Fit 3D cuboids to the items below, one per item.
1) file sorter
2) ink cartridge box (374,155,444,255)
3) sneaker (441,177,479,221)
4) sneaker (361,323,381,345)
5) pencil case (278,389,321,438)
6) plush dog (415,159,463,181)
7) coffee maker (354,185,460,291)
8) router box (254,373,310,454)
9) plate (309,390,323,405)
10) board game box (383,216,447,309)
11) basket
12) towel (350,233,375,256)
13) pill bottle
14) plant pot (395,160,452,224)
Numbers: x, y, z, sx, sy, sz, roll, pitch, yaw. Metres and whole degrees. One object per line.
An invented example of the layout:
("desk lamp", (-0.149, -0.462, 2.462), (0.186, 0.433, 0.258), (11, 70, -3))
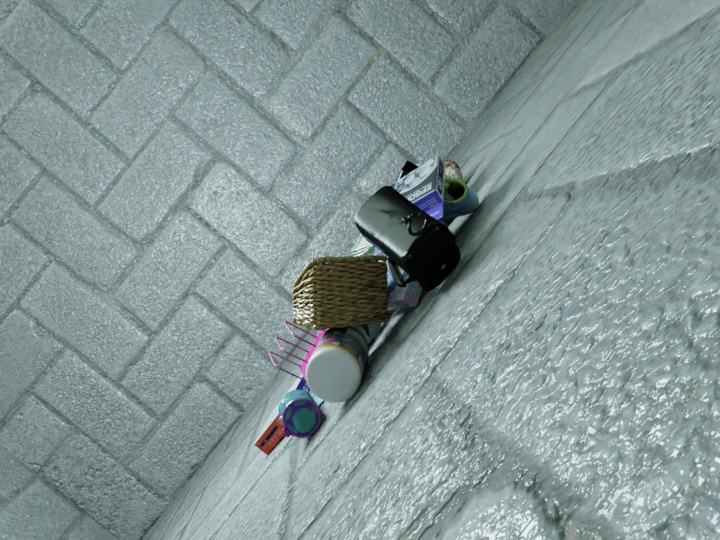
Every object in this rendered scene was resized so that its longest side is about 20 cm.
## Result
("file sorter", (-0.145, 0.176, 1.701), (0.202, 0.124, 0.139), (-61, 20, 2))
("ink cartridge box", (0.105, -0.151, 1.466), (0.196, 0.043, 0.202), (-30, 31, 29))
("sneaker", (0.177, -0.164, 1.529), (0.197, 0.081, 0.130), (-20, -20, 17))
("sneaker", (-0.050, 0.191, 1.539), (0.202, 0.077, 0.146), (-42, 11, -28))
("pencil case", (-0.139, 0.320, 1.431), (0.092, 0.086, 0.200), (-35, 0, -11))
("plush dog", (0.267, -0.272, 2.108), (0.171, 0.159, 0.203), (-30, 44, 37))
("coffee maker", (0.089, -0.087, 1.280), (0.133, 0.200, 0.195), (-27, -49, -20))
("router box", (-0.198, 0.381, 1.756), (0.180, 0.049, 0.200), (-52, 3, 22))
("plate", (-0.091, 0.287, 1.614), (0.201, 0.025, 0.200), (-50, 4, 5))
("board game box", (0.099, -0.011, 1.451), (0.199, 0.043, 0.202), (-14, 51, 64))
("basket", (-0.048, 0.039, 1.382), (0.197, 0.152, 0.142), (-5, 6, -31))
("towel", (0.063, -0.118, 1.573), (0.199, 0.031, 0.151), (-28, 32, 48))
("pill bottle", (-0.042, 0.184, 1.345), (0.117, 0.116, 0.200), (-49, 5, 17))
("plant pot", (0.170, -0.179, 1.845), (0.179, 0.197, 0.200), (-61, 0, 18))
